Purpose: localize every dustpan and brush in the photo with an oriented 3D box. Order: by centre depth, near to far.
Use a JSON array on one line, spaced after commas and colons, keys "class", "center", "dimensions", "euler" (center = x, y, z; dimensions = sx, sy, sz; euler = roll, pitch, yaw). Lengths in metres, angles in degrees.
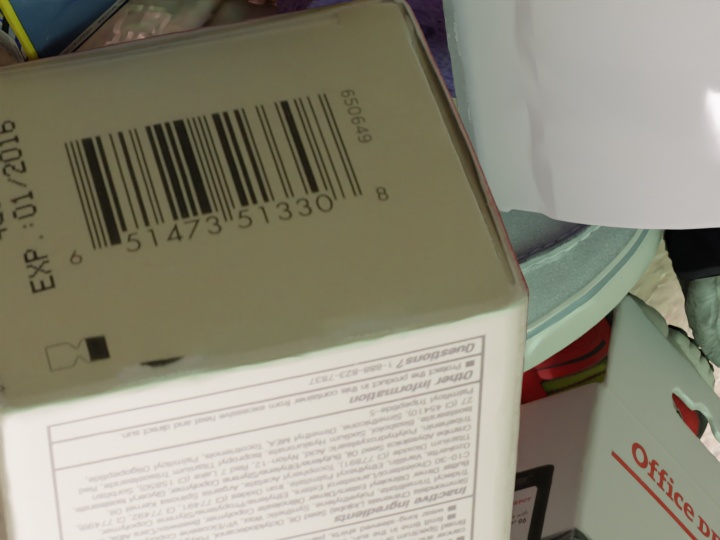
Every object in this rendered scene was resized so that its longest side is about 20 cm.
[{"class": "dustpan and brush", "center": [0.126, -0.058, 0.754], "dimensions": [0.140, 0.200, 0.057], "euler": [79, 28, -53]}]

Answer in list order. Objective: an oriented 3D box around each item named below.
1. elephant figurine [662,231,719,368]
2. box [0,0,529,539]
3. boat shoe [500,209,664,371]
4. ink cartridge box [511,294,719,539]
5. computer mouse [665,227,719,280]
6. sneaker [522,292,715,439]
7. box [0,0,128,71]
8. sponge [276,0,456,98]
[{"class": "elephant figurine", "center": [0.133, -0.037, 0.980], "dimensions": [0.200, 0.155, 0.141], "euler": [16, 165, -28]}, {"class": "box", "center": [-0.035, 0.044, 0.761], "dimensions": [0.128, 0.109, 0.200], "euler": [-11, 141, -11]}, {"class": "boat shoe", "center": [-0.001, 0.000, 0.862], "dimensions": [0.201, 0.070, 0.072], "euler": [-22, 146, -11]}, {"class": "ink cartridge box", "center": [0.073, 0.120, 0.931], "dimensions": [0.068, 0.200, 0.116], "euler": [-19, 129, 33]}, {"class": "computer mouse", "center": [0.143, -0.022, 0.831], "dimensions": [0.059, 0.034, 0.200], "euler": [-9, 179, -24]}, {"class": "sneaker", "center": [0.056, 0.037, 0.994], "dimensions": [0.200, 0.077, 0.085], "euler": [34, 66, -43]}, {"class": "box", "center": [-0.086, -0.117, 0.653], "dimensions": [0.070, 0.064, 0.200], "euler": [-44, 165, -8]}, {"class": "sponge", "center": [0.082, -0.070, 0.849], "dimensions": [0.200, 0.030, 0.112], "euler": [9, 163, -10]}]
